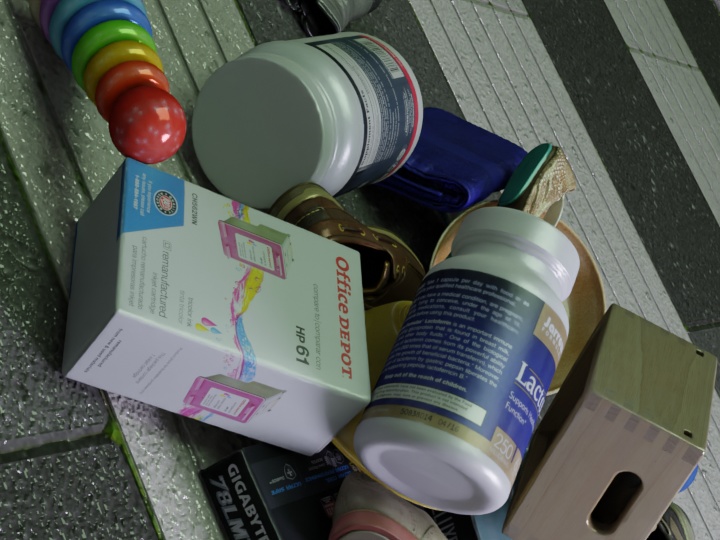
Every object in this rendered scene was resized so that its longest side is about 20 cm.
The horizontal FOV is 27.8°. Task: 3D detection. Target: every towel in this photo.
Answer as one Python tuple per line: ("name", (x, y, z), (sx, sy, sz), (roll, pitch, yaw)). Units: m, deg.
("towel", (0.081, -0.110, 1.480), (0.147, 0.050, 0.200), (28, 25, 18))

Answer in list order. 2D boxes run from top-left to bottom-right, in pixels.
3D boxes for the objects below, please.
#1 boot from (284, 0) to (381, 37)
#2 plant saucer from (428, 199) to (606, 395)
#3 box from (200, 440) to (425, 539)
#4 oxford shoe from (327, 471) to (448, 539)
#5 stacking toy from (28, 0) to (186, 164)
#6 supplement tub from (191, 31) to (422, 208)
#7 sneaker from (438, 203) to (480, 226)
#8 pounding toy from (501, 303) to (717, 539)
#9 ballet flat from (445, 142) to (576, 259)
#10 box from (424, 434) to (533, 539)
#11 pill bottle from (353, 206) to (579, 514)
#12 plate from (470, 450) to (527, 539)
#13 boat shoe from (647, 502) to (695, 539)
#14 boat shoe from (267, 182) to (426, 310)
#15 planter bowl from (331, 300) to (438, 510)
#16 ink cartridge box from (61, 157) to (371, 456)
("boot", (-0.059, -0.336, 1.513), (0.200, 0.068, 0.131), (55, 34, -5))
("plant saucer", (0.150, 0.030, 1.444), (0.199, 0.035, 0.201), (7, 73, -21))
("box", (-0.008, 0.214, 1.072), (0.200, 0.050, 0.199), (-4, 65, -59))
("oxford shoe", (0.056, 0.216, 1.052), (0.200, 0.070, 0.075), (47, 25, -27))
("stacking toy", (-0.174, -0.151, 1.057), (0.085, 0.085, 0.200), (25, 25, -47))
("supplement tub", (-0.042, -0.130, 1.251), (0.141, 0.140, 0.200), (60, 28, 2))
("sneaker", (0.156, -0.031, 1.523), (0.200, 0.081, 0.077), (39, 14, -28))
("pounding toy", (0.218, 0.162, 1.206), (0.142, 0.201, 0.184), (28, 29, 4))
("ballet flat", (0.150, -0.039, 1.408), (0.065, 0.070, 0.200), (49, 65, -17))
("box", (0.119, 0.223, 1.266), (0.157, 0.050, 0.201), (24, 43, -47))
("pill bottle", (0.082, 0.061, 1.038), (0.116, 0.115, 0.201), (41, 59, -30))
("plate", (0.161, 0.230, 1.247), (0.200, 0.026, 0.201), (41, 32, -32))
("boat shoe", (0.317, 0.325, 1.485), (0.073, 0.075, 0.201), (17, 40, -39))
("boat shoe", (0.000, 0.000, 1.195), (0.200, 0.072, 0.068), (34, 13, -50))
("planter bowl", (0.045, 0.085, 1.148), (0.200, 0.084, 0.201), (32, 26, -18))
("ink cartridge box", (-0.096, 0.028, 1.018), (0.199, 0.085, 0.145), (23, 42, -28))
